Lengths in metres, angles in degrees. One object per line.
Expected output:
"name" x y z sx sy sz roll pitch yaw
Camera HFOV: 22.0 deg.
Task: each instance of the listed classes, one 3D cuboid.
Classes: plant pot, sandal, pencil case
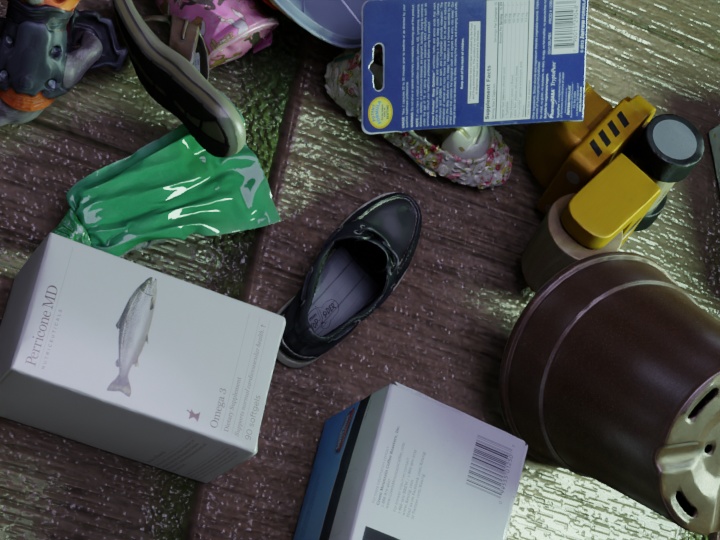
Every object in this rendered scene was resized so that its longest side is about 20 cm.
"plant pot" 0.248 0.110 1.535 0.199 0.198 0.202 -10 114 -25
"sandal" -0.144 -0.168 1.524 0.057 0.080 0.201 -33 60 -16
"pencil case" -0.152 -0.267 1.584 0.086 0.083 0.201 -31 87 -16

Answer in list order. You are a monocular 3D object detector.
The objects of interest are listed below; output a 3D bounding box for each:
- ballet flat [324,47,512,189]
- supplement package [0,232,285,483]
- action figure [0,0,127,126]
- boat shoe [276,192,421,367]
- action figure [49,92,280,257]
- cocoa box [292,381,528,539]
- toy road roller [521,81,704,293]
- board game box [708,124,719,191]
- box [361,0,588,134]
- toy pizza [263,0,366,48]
"ballet flat" 0.059 -0.135 1.651 0.199 0.064 0.076 27 66 -16
"supplement package" -0.177 0.071 1.434 0.199 0.117 0.118 20 66 -18
"action figure" -0.283 -0.203 1.455 0.199 0.195 0.105 3 30 -5
"boat shoe" -0.002 -0.002 1.573 0.075 0.066 0.199 48 59 -3
"action figure" -0.171 -0.058 1.518 0.199 0.055 0.119 -25 86 -34
"cocoa box" 0.027 0.215 1.475 0.133 0.131 0.201 24 64 -17
"toy road roller" 0.197 -0.083 1.673 0.146 0.123 0.200 41 59 9
"board game box" 0.431 -0.052 1.803 0.147 0.064 0.201 -1 72 -26
"box" 0.095 -0.183 1.590 0.199 0.032 0.122 -5 113 -12
"toy pizza" -0.061 -0.273 1.621 0.200 0.032 0.201 37 34 -30
